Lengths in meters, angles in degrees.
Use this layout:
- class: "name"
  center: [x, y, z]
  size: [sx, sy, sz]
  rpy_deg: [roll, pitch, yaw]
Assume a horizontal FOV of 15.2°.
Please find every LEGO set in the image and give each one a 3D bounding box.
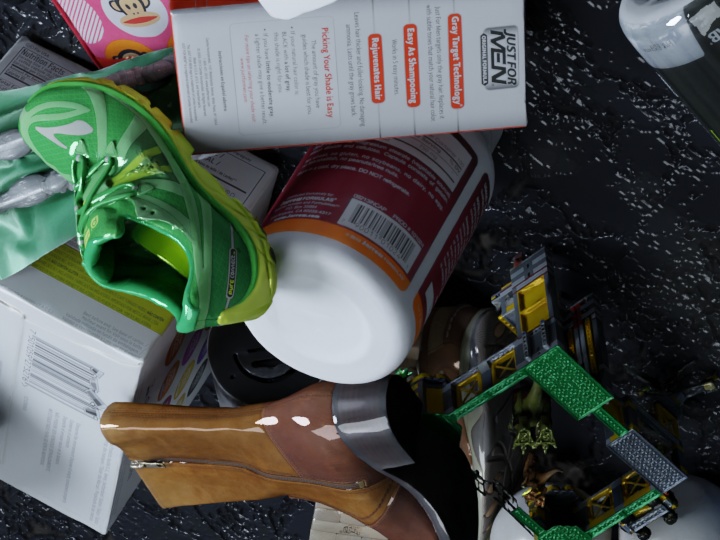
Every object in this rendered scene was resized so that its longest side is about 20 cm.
- class: "LEGO set"
  center: [0.119, 0.081, 1.731]
  size: [0.200, 0.116, 0.154]
  rpy_deg: [34, 120, -25]

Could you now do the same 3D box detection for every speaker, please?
- class: "speaker"
  center: [-0.058, 0.069, 1.790]
  size: [0.081, 0.081, 0.200]
  rpy_deg: [26, 169, 5]

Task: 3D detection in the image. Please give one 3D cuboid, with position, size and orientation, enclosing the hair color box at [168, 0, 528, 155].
- class: "hair color box"
  center: [-0.006, -0.130, 1.546]
  size: [0.199, 0.061, 0.102]
  rpy_deg: [-4, 127, -1]

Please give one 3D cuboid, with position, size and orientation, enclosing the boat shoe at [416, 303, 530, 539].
- class: "boat shoe"
  center: [0.069, 0.102, 1.827]
  size: [0.072, 0.076, 0.200]
  rpy_deg: [15, 128, 24]

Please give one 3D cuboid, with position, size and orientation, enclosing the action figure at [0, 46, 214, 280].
- class: "action figure"
  center: [-0.150, -0.082, 1.624]
  size: [0.200, 0.055, 0.118]
  rpy_deg: [-21, 98, 8]

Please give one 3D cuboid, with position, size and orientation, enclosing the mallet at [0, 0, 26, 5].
- class: "mallet"
  center: [-0.272, -0.246, 1.701]
  size: [0.200, 0.041, 0.066]
  rpy_deg: [38, 136, -3]

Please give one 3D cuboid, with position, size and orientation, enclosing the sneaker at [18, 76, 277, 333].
- class: "sneaker"
  center: [-0.132, -0.040, 1.532]
  size: [0.200, 0.083, 0.074]
  rpy_deg: [42, 136, 26]

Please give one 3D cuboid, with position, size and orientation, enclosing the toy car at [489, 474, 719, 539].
- class: "toy car"
  center: [0.177, 0.240, 1.821]
  size: [0.199, 0.150, 0.175]
  rpy_deg: [-4, 132, 13]

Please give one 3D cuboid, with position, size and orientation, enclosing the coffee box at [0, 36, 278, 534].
- class: "coffee box"
  center: [-0.196, 0.008, 1.786]
  size: [0.200, 0.198, 0.200]
  rpy_deg: [27, 141, 7]

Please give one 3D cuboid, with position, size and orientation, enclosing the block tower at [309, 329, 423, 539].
- class: "block tower"
  center: [0.001, 0.121, 1.789]
  size: [0.058, 0.054, 0.200]
  rpy_deg: [8, 125, 2]

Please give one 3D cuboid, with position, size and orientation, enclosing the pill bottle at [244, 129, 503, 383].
- class: "pill bottle"
  center: [0.013, -0.037, 1.614]
  size: [0.113, 0.200, 0.113]
  rpy_deg: [17, 138, 16]

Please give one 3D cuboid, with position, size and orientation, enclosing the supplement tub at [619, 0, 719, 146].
- class: "supplement tub"
  center: [0.245, -0.103, 1.471]
  size: [0.122, 0.123, 0.200]
  rpy_deg: [-24, 117, 44]

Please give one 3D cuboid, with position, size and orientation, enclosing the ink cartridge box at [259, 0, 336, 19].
- class: "ink cartridge box"
  center: [0.019, -0.238, 1.406]
  size: [0.146, 0.200, 0.086]
  rpy_deg: [-16, 122, 40]

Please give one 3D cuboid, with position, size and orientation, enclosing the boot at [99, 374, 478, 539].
- class: "boot"
  center: [-0.040, 0.139, 1.673]
  size: [0.200, 0.069, 0.188]
  rpy_deg: [-9, 144, 25]

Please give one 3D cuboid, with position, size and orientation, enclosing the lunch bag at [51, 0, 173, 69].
- class: "lunch bag"
  center: [-0.086, -0.175, 1.632]
  size: [0.200, 0.082, 0.176]
  rpy_deg: [-5, 133, 31]
